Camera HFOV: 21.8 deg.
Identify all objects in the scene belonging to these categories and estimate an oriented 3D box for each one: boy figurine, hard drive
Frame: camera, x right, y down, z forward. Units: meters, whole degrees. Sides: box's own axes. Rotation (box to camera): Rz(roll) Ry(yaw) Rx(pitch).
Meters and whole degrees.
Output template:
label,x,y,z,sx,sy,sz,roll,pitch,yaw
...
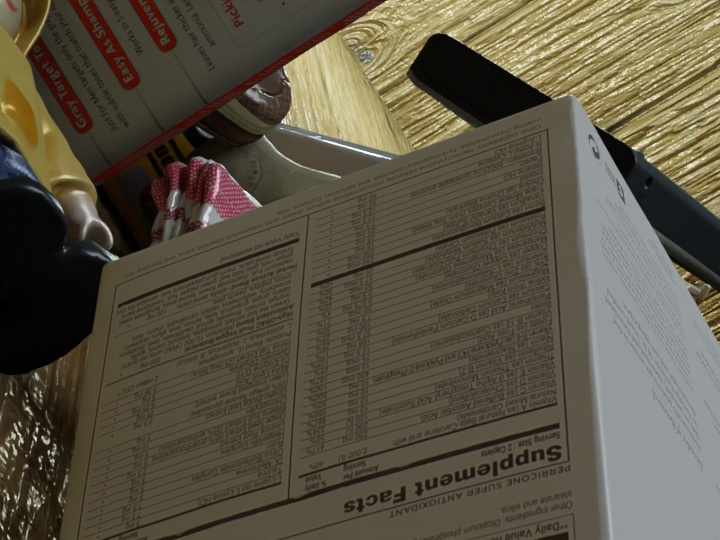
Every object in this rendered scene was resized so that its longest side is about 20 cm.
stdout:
label,x,y,z,sx,sy,sz,roll,pitch,yaw
boy figurine,-0.126,-0.052,0.642,0.124,0.064,0.200,50,14,-38
hard drive,0.125,-0.052,0.988,0.139,0.033,0.200,36,5,33

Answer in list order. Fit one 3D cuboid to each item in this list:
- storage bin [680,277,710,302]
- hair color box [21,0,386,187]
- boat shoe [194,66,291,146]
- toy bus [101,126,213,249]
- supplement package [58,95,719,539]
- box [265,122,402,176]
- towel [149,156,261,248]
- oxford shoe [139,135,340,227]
label,x,y,z,sx,sy,sz,roll,pitch,yaw
storage bin,0.080,0.065,0.938,0.094,0.200,0.199,34,4,8
hair color box,-0.068,-0.116,0.730,0.102,0.200,0.061,59,12,-4
boat shoe,-0.120,-0.121,0.813,0.202,0.075,0.075,45,29,0
toy bus,-0.106,-0.093,0.882,0.200,0.078,0.065,58,8,-4
supplement package,0.022,0.094,0.483,0.152,0.150,0.200,53,27,-40
box,-0.012,-0.051,0.990,0.200,0.041,0.156,15,5,9
towel,-0.034,0.079,0.607,0.146,0.030,0.200,49,38,-43
oxford shoe,0.000,0.000,0.796,0.200,0.075,0.070,36,-21,17
